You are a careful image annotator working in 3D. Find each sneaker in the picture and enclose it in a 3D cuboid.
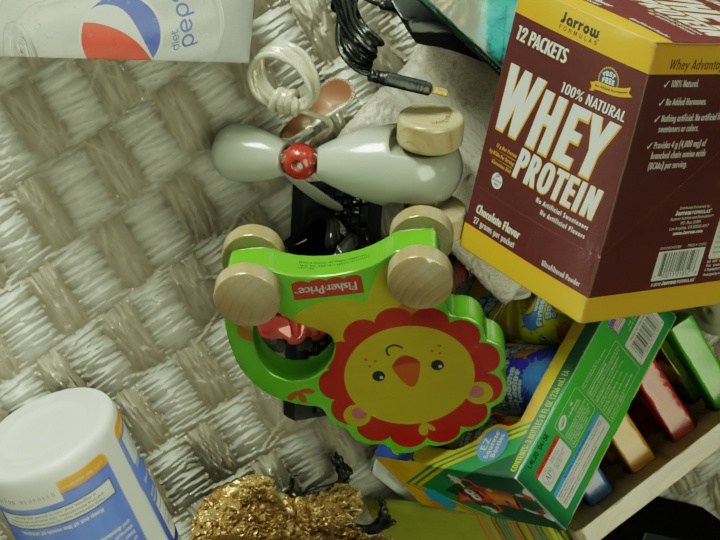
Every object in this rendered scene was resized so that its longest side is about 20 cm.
[{"bbox_3d":[0.000,0.000,1.300,0.199,0.071,0.099,-8,115,-26],"label":"sneaker"}]

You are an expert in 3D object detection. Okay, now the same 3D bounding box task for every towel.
[{"bbox_3d":[0.095,0.223,1.386,0.018,0.199,0.086,-50,123,-35],"label":"towel"},{"bbox_3d":[0.092,-0.082,1.314,0.200,0.034,0.133,43,89,-8],"label":"towel"}]

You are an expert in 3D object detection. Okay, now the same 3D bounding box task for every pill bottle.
[{"bbox_3d":[-0.202,0.200,1.285,0.111,0.112,0.201,-27,118,-12],"label":"pill bottle"}]

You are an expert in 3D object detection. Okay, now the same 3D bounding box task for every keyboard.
[{"bbox_3d":[-0.043,0.026,1.340,0.126,0.021,0.202,-5,111,-22],"label":"keyboard"}]

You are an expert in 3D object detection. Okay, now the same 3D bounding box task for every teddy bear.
[{"bbox_3d":[-0.057,0.218,1.345,0.199,0.067,0.145,15,133,-30],"label":"teddy bear"}]

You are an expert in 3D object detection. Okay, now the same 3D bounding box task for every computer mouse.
[{"bbox_3d":[0.064,-0.181,1.239,0.199,0.141,0.046,13,136,-27],"label":"computer mouse"}]

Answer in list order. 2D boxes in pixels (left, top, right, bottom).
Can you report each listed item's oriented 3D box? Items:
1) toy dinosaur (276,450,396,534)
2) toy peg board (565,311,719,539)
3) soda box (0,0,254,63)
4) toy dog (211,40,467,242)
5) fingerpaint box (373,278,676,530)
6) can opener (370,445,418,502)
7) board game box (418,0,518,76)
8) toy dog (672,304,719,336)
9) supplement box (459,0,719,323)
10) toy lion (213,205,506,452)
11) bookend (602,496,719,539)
[{"bbox_3d":[-0.025,0.209,1.404,0.088,0.048,0.200,-42,121,13],"label":"toy dinosaur"},{"bbox_3d":[0.206,0.109,1.392,0.199,0.200,0.098,-35,102,-7],"label":"toy peg board"},{"bbox_3d":[-0.177,-0.185,1.174,0.198,0.068,0.064,-1,110,-24],"label":"soda box"},{"bbox_3d":[-0.001,-0.092,1.254,0.199,0.096,0.133,27,118,5],"label":"toy dog"},{"bbox_3d":[0.127,0.091,1.317,0.073,0.166,0.201,46,64,-30],"label":"fingerpaint box"},{"bbox_3d":[0.084,0.201,1.441,0.053,0.066,0.200,-49,125,-1],"label":"can opener"},{"bbox_3d":[0.130,-0.249,1.208,0.135,0.028,0.200,40,86,-13],"label":"board game box"},{"bbox_3d":[0.309,-0.040,1.377,0.139,0.194,0.201,-27,125,2],"label":"toy dog"},{"bbox_3d":[0.203,-0.089,1.203,0.196,0.133,0.202,-6,118,-39],"label":"supplement box"},{"bbox_3d":[0.006,0.054,1.228,0.198,0.069,0.193,-5,125,6],"label":"toy lion"},{"bbox_3d":[0.282,0.278,1.458,0.198,0.200,0.093,17,102,-39],"label":"bookend"}]
